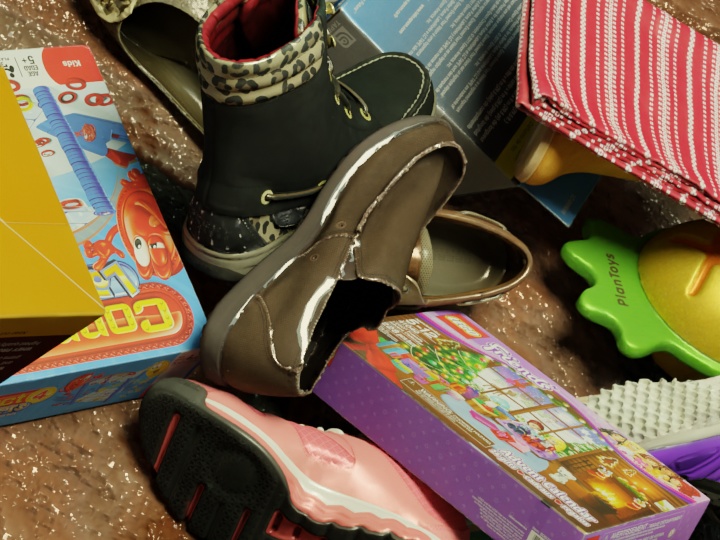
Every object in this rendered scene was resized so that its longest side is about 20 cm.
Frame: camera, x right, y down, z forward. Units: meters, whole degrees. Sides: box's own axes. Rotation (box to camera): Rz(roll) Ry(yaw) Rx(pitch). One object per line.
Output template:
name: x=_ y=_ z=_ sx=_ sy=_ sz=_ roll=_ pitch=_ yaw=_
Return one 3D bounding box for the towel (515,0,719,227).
towel: x=0.180 y=-0.111 z=1.316 sx=0.200 sy=0.022 sz=0.145 roll=27 pitch=48 yaw=-24

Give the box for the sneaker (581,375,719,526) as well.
sneaker: x=0.213 y=0.116 z=1.293 sx=0.200 sy=0.100 sz=0.070 roll=-10 pitch=23 yaw=-18

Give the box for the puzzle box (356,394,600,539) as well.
puzzle box: x=0.094 y=0.146 z=1.255 sx=0.200 sy=0.025 sz=0.133 roll=-6 pitch=65 yaw=-38

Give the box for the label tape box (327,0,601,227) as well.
label tape box: x=0.071 y=-0.121 z=1.393 sx=0.200 sy=0.063 sz=0.144 roll=44 pitch=45 yaw=-7

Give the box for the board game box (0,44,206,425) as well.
board game box: x=-0.202 y=-0.018 z=1.135 sx=0.200 sy=0.056 sz=0.196 roll=-10 pitch=67 yaw=-39

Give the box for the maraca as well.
maraca: x=0.220 y=0.022 z=1.373 sx=0.200 sy=0.107 sz=0.137 roll=11 pitch=40 yaw=-23

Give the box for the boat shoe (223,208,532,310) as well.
boat shoe: x=0.013 y=-0.012 z=1.255 sx=0.200 sy=0.072 sz=0.076 roll=-2 pitch=91 yaw=-32

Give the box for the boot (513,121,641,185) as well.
boot: x=0.186 y=-0.075 z=1.350 sx=0.144 sy=0.071 sz=0.201 roll=37 pitch=37 yaw=1

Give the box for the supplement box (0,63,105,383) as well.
supplement box: x=-0.263 y=0.009 z=0.934 sx=0.197 sy=0.200 sz=0.133 roll=-1 pitch=62 yaw=-58

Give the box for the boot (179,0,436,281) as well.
boot: x=-0.022 y=-0.102 z=1.180 sx=0.073 sy=0.154 sz=0.204 roll=30 pitch=50 yaw=24

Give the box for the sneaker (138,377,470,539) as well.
sneaker: x=-0.028 y=0.116 z=1.160 sx=0.200 sy=0.074 sz=0.087 roll=32 pitch=31 yaw=0

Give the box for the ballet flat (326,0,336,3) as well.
ballet flat: x=-0.043 y=-0.202 z=1.343 sx=0.071 sy=0.069 sz=0.200 roll=24 pitch=29 yaw=-22

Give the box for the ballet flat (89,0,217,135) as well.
ballet flat: x=-0.094 y=-0.113 z=1.273 sx=0.200 sy=0.067 sz=0.046 roll=50 pitch=39 yaw=-5

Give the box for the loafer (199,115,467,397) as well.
loafer: x=0.000 y=0.000 z=1.162 sx=0.071 sy=0.073 sz=0.200 roll=29 pitch=66 yaw=28

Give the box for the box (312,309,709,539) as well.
box: x=0.079 y=0.093 z=1.191 sx=0.200 sy=0.039 sz=0.137 roll=37 pitch=23 yaw=29
